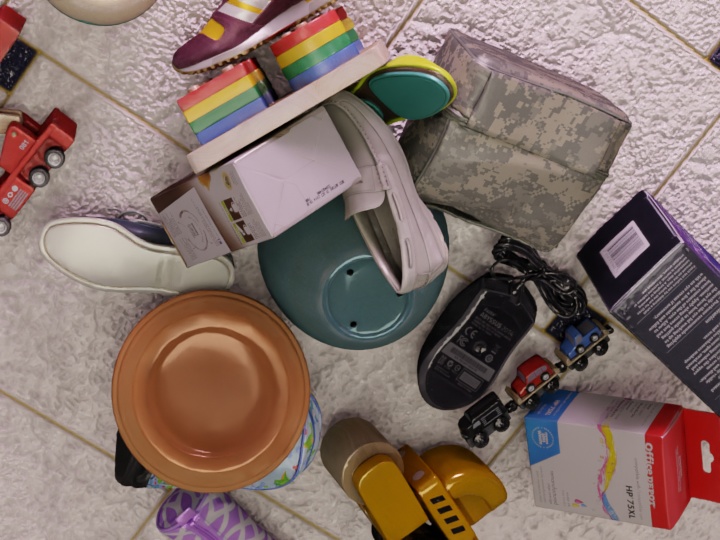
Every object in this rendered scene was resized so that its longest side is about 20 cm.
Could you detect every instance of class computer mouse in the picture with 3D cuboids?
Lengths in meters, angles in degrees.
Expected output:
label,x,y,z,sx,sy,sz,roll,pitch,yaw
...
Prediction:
label,x,y,z,sx,sy,sz,roll,pitch,yaw
computer mouse,0.132,0.059,1.823,0.138,0.053,0.200,38,97,-30

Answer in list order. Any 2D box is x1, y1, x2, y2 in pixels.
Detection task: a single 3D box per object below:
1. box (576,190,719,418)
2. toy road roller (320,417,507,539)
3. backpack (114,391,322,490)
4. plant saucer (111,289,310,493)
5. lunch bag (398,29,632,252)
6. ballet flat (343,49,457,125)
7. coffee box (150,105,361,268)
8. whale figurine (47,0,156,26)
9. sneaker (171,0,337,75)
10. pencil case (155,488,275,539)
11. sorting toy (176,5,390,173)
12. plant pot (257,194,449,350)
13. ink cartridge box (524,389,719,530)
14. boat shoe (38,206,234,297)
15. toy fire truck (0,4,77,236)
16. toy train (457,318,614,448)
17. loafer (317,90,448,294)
label,x,y,z,sx,sy,sz,roll,pitch,yaw
box,0.336,0.038,1.784,0.200,0.148,0.104,41,103,-22
toy road roller,0.063,0.228,1.853,0.145,0.123,0.201,-36,114,-7
backpack,-0.140,0.157,1.790,0.198,0.154,0.165,9,93,-24
plant saucer,-0.147,0.119,1.710,0.198,0.037,0.202,0,87,-4
lunch bag,0.137,-0.120,1.689,0.198,0.139,0.169,19,104,-20
ballet flat,0.029,-0.173,1.646,0.067,0.199,0.067,41,58,-19
coffee box,-0.102,-0.076,1.629,0.114,0.200,0.080,-34,99,-29
whale figurine,-0.232,-0.325,1.596,0.157,0.104,0.202,11,88,-11
sneaker,-0.103,-0.261,1.648,0.199,0.075,0.091,-28,97,5
pencil case,-0.133,0.310,1.878,0.084,0.086,0.200,-42,111,9
sorting toy,-0.075,-0.178,1.618,0.198,0.200,0.070,-29,97,6
plant pot,0.000,0.000,1.732,0.198,0.135,0.202,-3,114,-6
ink cartridge box,0.281,0.201,1.837,0.198,0.067,0.117,6,118,31
boat shoe,-0.223,-0.021,1.736,0.198,0.062,0.076,7,111,-12
toy fire truck,-0.353,-0.138,1.675,0.141,0.049,0.200,37,107,-18
toy train,0.185,0.114,1.840,0.199,0.034,0.046,-37,121,-5
loafer,0.013,-0.073,1.626,0.070,0.070,0.201,-29,93,48
